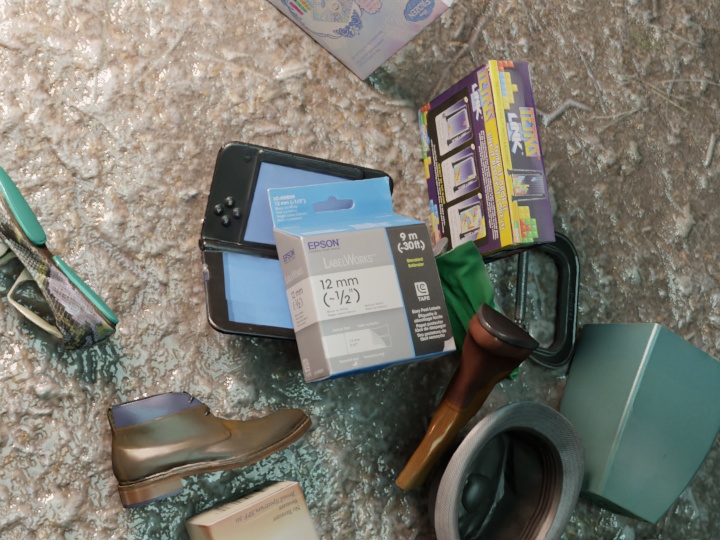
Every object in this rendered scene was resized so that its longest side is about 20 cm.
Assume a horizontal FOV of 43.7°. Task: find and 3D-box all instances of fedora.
[{"bbox_3d":[0.144,0.235,0.980,0.177,0.090,0.200,28,79,-26],"label":"fedora"}]

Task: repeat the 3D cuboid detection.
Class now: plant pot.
[{"bbox_3d":[0.320,0.182,1.061,0.141,0.141,0.200,30,76,-18],"label":"plant pot"}]

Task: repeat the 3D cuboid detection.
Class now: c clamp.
[{"bbox_3d":[0.209,0.017,1.086,0.171,0.027,0.200,11,76,-40],"label":"c clamp"}]

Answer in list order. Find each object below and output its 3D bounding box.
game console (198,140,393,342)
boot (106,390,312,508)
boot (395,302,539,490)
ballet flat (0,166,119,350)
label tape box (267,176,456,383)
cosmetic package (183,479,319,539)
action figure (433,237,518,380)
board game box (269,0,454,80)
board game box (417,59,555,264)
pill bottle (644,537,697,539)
[{"bbox_3d":[-0.054,-0.025,0.919,0.200,0.118,0.171,8,104,-25],"label":"game console"},{"bbox_3d":[-0.147,0.149,0.874,0.200,0.075,0.097,-19,92,-25],"label":"boot"},{"bbox_3d":[0.092,0.131,0.906,0.068,0.188,0.200,37,91,8],"label":"boot"},{"bbox_3d":[-0.309,-0.007,0.833,0.072,0.072,0.200,-39,97,-26],"label":"ballet flat"},{"bbox_3d":[0.000,0.000,0.893,0.143,0.066,0.200,-8,82,-28],"label":"label tape box"},{"bbox_3d":[-0.082,0.315,0.866,0.103,0.087,0.200,-21,90,-28],"label":"cosmetic package"},{"bbox_3d":[0.125,0.054,1.017,0.200,0.118,0.055,53,34,-25],"label":"action figure"},{"bbox_3d":[-0.021,-0.313,0.950,0.199,0.200,0.043,39,66,-15],"label":"board game box"},{"bbox_3d":[0.136,-0.112,1.007,0.057,0.165,0.200,-3,82,-26],"label":"board game box"},{"bbox_3d":[0.319,0.375,1.033,0.200,0.111,0.111,-10,85,-26],"label":"pill bottle"}]
